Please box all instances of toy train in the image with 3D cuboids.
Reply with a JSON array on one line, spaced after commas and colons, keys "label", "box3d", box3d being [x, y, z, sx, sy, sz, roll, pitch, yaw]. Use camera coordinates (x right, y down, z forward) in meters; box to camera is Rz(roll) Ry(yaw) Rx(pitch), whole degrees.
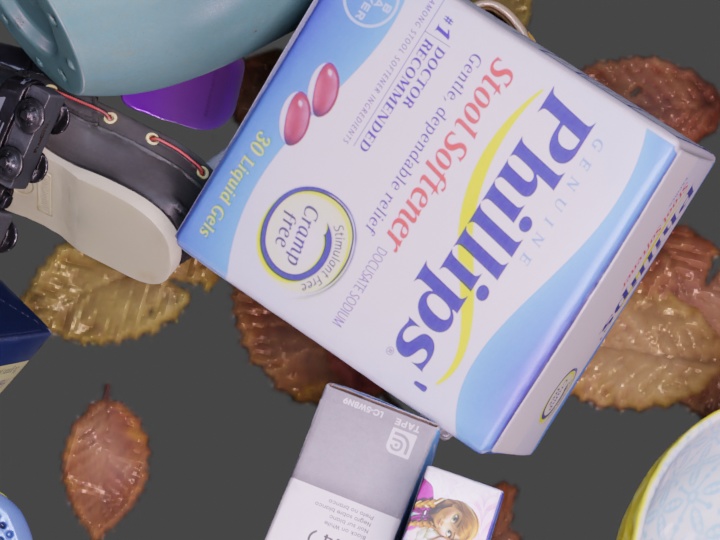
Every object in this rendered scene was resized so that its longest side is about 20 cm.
[{"label": "toy train", "box3d": [-0.209, -0.009, 1.471, 0.046, 0.034, 0.200, 30, 101, 24]}]

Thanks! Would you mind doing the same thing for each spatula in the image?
[{"label": "spatula", "box3d": [-0.164, -0.112, 1.544, 0.199, 0.021, 0.057, 8, 59, 4]}]

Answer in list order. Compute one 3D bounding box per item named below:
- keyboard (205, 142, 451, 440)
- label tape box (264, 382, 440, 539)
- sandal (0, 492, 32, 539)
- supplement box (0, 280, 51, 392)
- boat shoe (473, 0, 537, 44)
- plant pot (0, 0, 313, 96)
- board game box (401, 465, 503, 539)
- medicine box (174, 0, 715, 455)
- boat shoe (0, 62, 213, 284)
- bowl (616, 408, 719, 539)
[{"label": "keyboard", "box3d": [0.000, 0.000, 1.527, 0.056, 0.011, 0.200, -41, 79, -6]}, {"label": "label tape box", "box3d": [-0.026, 0.170, 1.407, 0.063, 0.144, 0.200, 21, 75, 4]}, {"label": "sandal", "box3d": [-0.212, 0.202, 1.425, 0.079, 0.087, 0.200, 12, 73, 4]}, {"label": "supplement box", "box3d": [-0.304, 0.039, 1.408, 0.200, 0.134, 0.200, 44, 101, 10]}, {"label": "boat shoe", "box3d": [0.082, -0.050, 1.510, 0.074, 0.069, 0.200, -16, 75, -6]}, {"label": "plant pot", "box3d": [-0.116, -0.185, 1.468, 0.161, 0.201, 0.201, -35, 78, -15]}, {"label": "board game box", "box3d": [0.016, 0.211, 1.369, 0.041, 0.200, 0.200, 18, 75, 4]}, {"label": "medicine box", "box3d": [0.044, -0.035, 1.432, 0.200, 0.103, 0.182, 34, 97, 17]}, {"label": "boat shoe", "box3d": [-0.166, -0.067, 1.513, 0.201, 0.074, 0.063, 30, 50, 13]}, {"label": "bowl", "box3d": [0.200, 0.172, 1.421, 0.200, 0.108, 0.201, 8, 69, -20]}]
